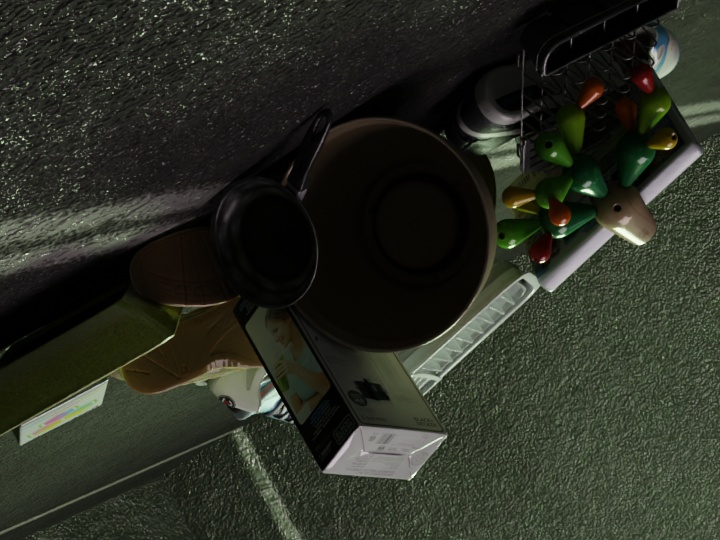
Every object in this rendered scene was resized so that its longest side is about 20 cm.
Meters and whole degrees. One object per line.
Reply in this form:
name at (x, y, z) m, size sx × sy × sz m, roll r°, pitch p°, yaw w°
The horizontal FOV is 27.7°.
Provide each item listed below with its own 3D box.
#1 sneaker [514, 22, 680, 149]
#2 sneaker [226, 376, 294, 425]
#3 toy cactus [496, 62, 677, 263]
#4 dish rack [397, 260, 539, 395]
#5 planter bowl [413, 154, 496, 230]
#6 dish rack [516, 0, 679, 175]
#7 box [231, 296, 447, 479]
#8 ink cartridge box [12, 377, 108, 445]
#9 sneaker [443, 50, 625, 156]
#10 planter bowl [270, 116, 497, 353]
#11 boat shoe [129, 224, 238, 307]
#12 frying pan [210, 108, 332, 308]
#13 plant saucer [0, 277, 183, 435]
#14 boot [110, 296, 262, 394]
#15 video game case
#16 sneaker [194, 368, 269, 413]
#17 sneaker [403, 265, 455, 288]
sneaker at (0.240, -0.195, 1.543) m, size 0.200 × 0.077 × 0.081 m, roll -39°, pitch 163°, yaw 18°
sneaker at (-0.064, 0.135, 1.621) m, size 0.079 × 0.096 × 0.199 m, roll -32°, pitch 175°, yaw 38°
toy cactus at (0.216, -0.074, 1.295) m, size 0.200 × 0.102 × 0.165 m, roll -50°, pitch 128°, yaw 5°
dish rack at (0.088, 0.060, 1.443) m, size 0.200 × 0.044 × 0.172 m, roll -42°, pitch 167°, yaw 6°
planter bowl at (0.044, -0.054, 1.500) m, size 0.083 × 0.202 × 0.200 m, roll 23°, pitch 141°, yaw -31°
dish rack at (0.210, -0.169, 1.336) m, size 0.153 × 0.055 × 0.201 m, roll -27°, pitch 143°, yaw -18°
box at (-0.021, 0.089, 1.304) m, size 0.116 × 0.201 × 0.060 m, roll 11°, pitch 126°, yaw -45°
ink cartridge box at (-0.340, 0.138, 1.600) m, size 0.103 × 0.060 × 0.200 m, roll -27°, pitch 173°, yaw -19°
sneaker at (0.161, -0.166, 1.442) m, size 0.199 × 0.074 × 0.112 m, roll -13°, pitch 168°, yaw -37°
planter bowl at (0.037, -0.036, 1.305) m, size 0.199 × 0.201 × 0.135 m, roll -31°, pitch 175°, yaw 20°
boat shoe at (-0.129, -0.008, 1.355) m, size 0.199 × 0.072 × 0.064 m, roll -10°, pitch -175°, yaw -33°
frying pan at (-0.075, -0.060, 1.241) m, size 0.031 × 0.114 × 0.192 m, roll -22°, pitch 126°, yaw -54°
plant saucer at (-0.260, 0.069, 1.331) m, size 0.199 × 0.048 × 0.200 m, roll -29°, pitch -170°, yaw 2°
boot at (-0.152, 0.069, 1.437) m, size 0.198 × 0.073 × 0.155 m, roll -19°, pitch -174°, yaw -20°
video game case at (0.234, -0.097, 1.439) m, size 0.200 × 0.022 × 0.183 m, roll -44°, pitch -153°, yaw 20°
sneaker at (-0.084, 0.064, 1.541) m, size 0.201 × 0.088 × 0.074 m, roll -56°, pitch 179°, yaw -20°
sneaker at (0.000, 0.000, 1.427) m, size 0.199 × 0.131 × 0.079 m, roll -31°, pitch -178°, yaw 28°
